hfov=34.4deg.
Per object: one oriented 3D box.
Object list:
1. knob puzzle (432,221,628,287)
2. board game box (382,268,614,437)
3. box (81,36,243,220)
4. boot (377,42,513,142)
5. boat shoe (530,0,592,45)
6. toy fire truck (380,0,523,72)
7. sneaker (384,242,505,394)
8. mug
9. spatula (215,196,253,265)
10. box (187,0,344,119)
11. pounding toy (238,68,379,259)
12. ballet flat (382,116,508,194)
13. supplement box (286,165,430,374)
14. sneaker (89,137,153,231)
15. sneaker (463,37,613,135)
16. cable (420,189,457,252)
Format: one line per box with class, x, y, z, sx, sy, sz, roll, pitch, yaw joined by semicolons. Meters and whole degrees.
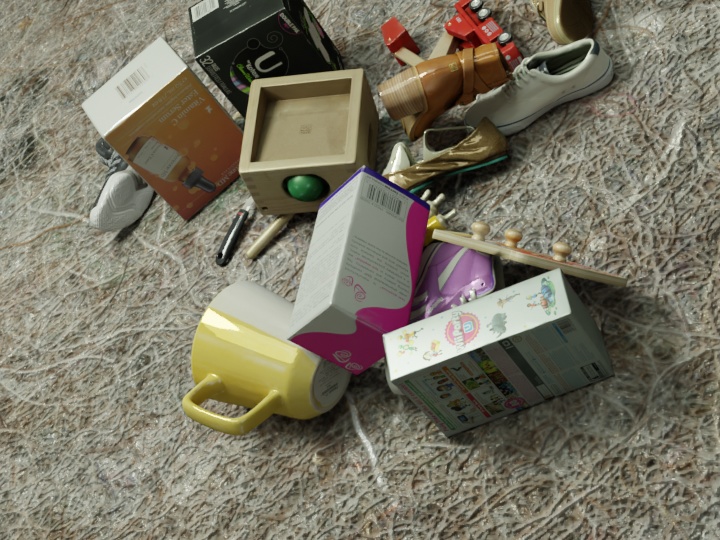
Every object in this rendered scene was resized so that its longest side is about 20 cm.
knob puzzle;0.191;-0.022;1.252;0.219;0.219;0.031;18;95;40
board game box;0.145;0.090;1.220;0.200;0.148;0.064;-23;50;16
box;-0.265;-0.199;1.653;0.152;0.200;0.106;-41;45;0
boot;0.114;-0.231;1.462;0.155;0.200;0.077;-21;78;11
boat shoe;0.259;-0.348;1.516;0.064;0.071;0.200;-24;31;31
toy fire truck;0.123;-0.304;1.586;0.141;0.049;0.200;-35;47;7
sneaker;0.103;0.053;1.328;0.114;0.073;0.201;6;62;32
mug;-0.102;0.120;1.371;0.153;0.149;0.187;18;74;30
spatula;-0.152;-0.094;1.629;0.056;0.021;0.200;16;69;37
box;-0.125;-0.301;1.638;0.148;0.200;0.124;-26;47;14
pounding toy;-0.075;-0.140;1.556;0.184;0.142;0.200;-4;58;13
ballet flat;0.087;-0.139;1.468;0.200;0.068;0.072;-23;93;16
supplement box;0.000;0.000;1.323;0.103;0.101;0.200;-39;30;45
sneaker;-0.365;-0.144;1.768;0.114;0.076;0.200;11;59;38
sneaker;0.215;-0.235;1.463;0.200;0.071;0.073;-26;48;14
cable;0.034;-0.018;1.435;0.200;0.050;0.097;-45;34;-1
